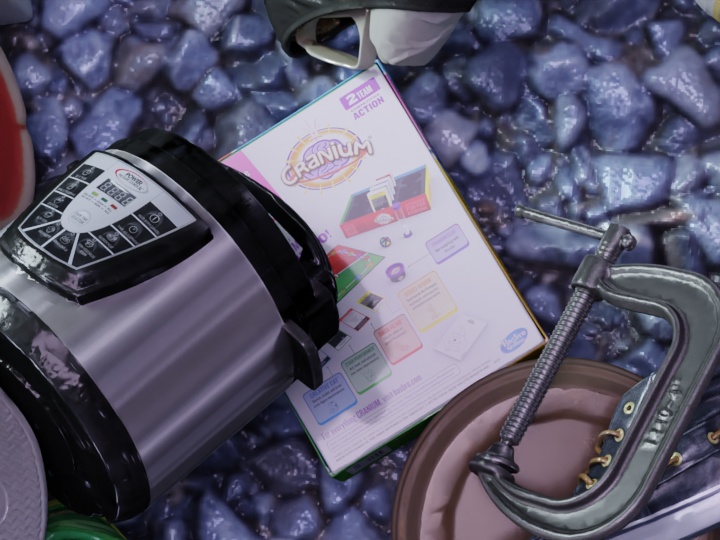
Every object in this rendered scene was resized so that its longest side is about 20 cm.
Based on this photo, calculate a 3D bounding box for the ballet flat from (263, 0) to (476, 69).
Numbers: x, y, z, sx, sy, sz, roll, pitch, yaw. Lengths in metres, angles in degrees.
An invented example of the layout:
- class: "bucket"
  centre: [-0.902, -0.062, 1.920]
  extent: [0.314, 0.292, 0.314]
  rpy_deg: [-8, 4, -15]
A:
- class: "ballet flat"
  centre: [0.015, -0.152, 1.750]
  extent: [0.068, 0.200, 0.069]
  rpy_deg: [-4, 93, -35]

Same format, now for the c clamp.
- class: "c clamp"
  centre: [0.123, 0.060, 1.680]
  extent: [0.170, 0.027, 0.201]
  rpy_deg: [8, 64, 38]

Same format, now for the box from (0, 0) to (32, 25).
- class: "box"
  centre: [-0.316, -0.246, 1.825]
  extent: [0.198, 0.131, 0.201]
  rpy_deg: [-7, 81, 8]

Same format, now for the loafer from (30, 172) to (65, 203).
- class: "loafer"
  centre: [-0.173, 0.043, 1.799]
  extent: [0.072, 0.073, 0.201]
  rpy_deg: [-5, 86, 48]

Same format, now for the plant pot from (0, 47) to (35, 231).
- class: "plant pot"
  centre: [-0.297, -0.065, 1.746]
  extent: [0.176, 0.200, 0.202]
  rpy_deg: [-12, 80, 17]

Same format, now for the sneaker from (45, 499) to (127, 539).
- class: "sneaker"
  centre: [-0.116, 0.209, 1.738]
  extent: [0.199, 0.084, 0.074]
  rpy_deg: [32, 96, -1]

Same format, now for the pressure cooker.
- class: "pressure cooker"
  centre: [-0.119, 0.019, 1.683]
  extent: [0.200, 0.178, 0.176]
  rpy_deg: [-39, 99, -22]

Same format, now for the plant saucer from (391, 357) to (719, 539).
- class: "plant saucer"
  centre: [0.117, 0.150, 1.724]
  extent: [0.199, 0.029, 0.201]
  rpy_deg: [0, 90, -1]

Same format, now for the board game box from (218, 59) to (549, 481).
- class: "board game box"
  centre: [0.000, 0.000, 1.780]
  extent: [0.153, 0.040, 0.201]
  rpy_deg: [-31, 78, 4]

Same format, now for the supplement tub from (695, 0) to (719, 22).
- class: "supplement tub"
  centre: [0.278, -0.175, 1.706]
  extent: [0.200, 0.145, 0.146]
  rpy_deg: [40, 90, 13]

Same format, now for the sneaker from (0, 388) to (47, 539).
- class: "sneaker"
  centre: [-0.248, 0.084, 1.653]
  extent: [0.074, 0.118, 0.201]
  rpy_deg: [-32, 105, -35]

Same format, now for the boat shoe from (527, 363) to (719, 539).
- class: "boat shoe"
  centre: [0.147, 0.117, 1.682]
  extent: [0.199, 0.071, 0.091]
  rpy_deg: [-23, 79, -2]
